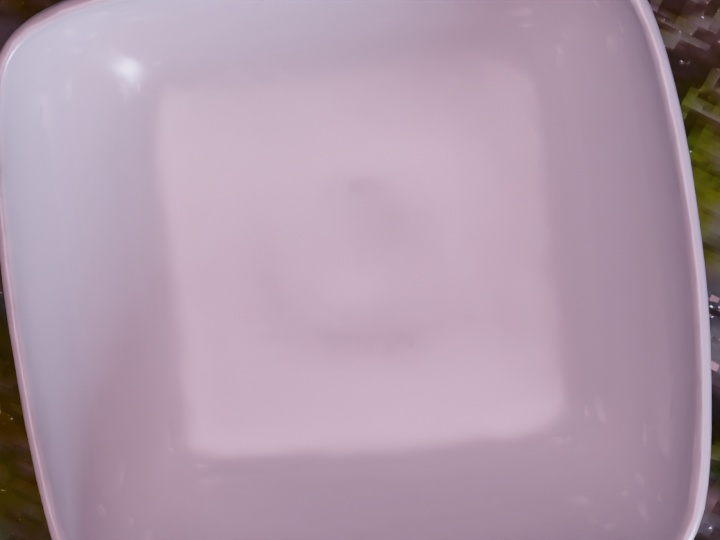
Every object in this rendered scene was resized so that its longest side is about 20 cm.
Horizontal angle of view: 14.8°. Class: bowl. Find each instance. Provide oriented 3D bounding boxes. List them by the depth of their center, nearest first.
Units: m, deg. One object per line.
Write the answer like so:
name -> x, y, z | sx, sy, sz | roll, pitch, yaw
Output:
bowl -> 0.000, 0.000, 0.822 | 0.200, 0.075, 0.200 | -6, 103, 5
